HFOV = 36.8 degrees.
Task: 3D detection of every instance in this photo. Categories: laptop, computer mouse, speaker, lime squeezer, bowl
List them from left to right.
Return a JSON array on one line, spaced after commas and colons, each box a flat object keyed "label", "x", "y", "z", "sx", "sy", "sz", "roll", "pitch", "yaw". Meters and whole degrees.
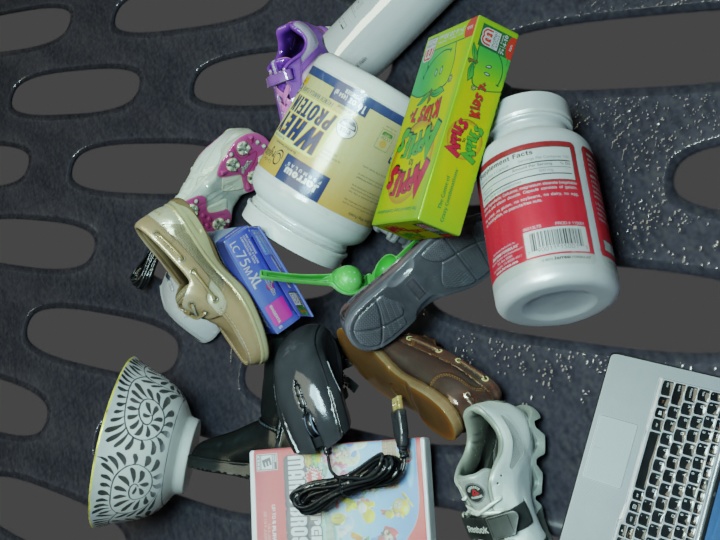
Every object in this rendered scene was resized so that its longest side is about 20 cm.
[{"label": "bowl", "x": -0.241, "y": 0.208, "z": 1.255, "sx": 0.094, "sy": 0.201, "sz": 0.201, "roll": 12, "pitch": 80, "yaw": 0}, {"label": "computer mouse", "x": -0.231, "y": 0.014, "z": 1.375, "sx": 0.110, "sy": 0.044, "sz": 0.200, "roll": -55, "pitch": 47, "yaw": 10}, {"label": "computer mouse", "x": -0.025, "y": 0.131, "z": 1.072, "sx": 0.140, "sy": 0.046, "sz": 0.200, "roll": -20, "pitch": 61, "yaw": 23}, {"label": "lime squeezer", "x": 0.000, "y": 0.000, "z": 1.116, "sx": 0.200, "sy": 0.071, "sz": 0.038, "roll": -15, "pitch": 67, "yaw": 11}, {"label": "speaker", "x": 0.051, "y": -0.305, "z": 1.213, "sx": 0.200, "sy": 0.081, "sz": 0.081, "roll": -43, "pitch": 51, "yaw": 22}, {"label": "laptop", "x": 0.235, "y": 0.163, "z": 0.852, "sx": 0.200, "sy": 0.116, "sz": 0.188, "roll": 12, "pitch": 82, "yaw": 44}]

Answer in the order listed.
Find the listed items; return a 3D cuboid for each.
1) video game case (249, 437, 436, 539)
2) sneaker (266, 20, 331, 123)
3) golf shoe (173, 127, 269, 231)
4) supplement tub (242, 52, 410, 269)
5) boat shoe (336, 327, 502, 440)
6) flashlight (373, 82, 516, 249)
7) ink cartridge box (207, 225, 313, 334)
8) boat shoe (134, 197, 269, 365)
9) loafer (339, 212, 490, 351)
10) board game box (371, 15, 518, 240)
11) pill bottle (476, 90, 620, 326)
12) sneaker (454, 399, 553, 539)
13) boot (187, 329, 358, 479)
[{"label": "video game case", "x": -0.021, "y": 0.245, "z": 1.076, "sx": 0.200, "sy": 0.017, "sz": 0.143, "roll": -9, "pitch": 77, "yaw": 25}, {"label": "sneaker", "x": -0.076, "y": -0.211, "z": 1.288, "sx": 0.080, "sy": 0.088, "sz": 0.201, "roll": -6, "pitch": 72, "yaw": 39}, {"label": "golf shoe", "x": -0.193, "y": -0.099, "z": 1.364, "sx": 0.200, "sy": 0.075, "sz": 0.092, "roll": -47, "pitch": 36, "yaw": 1}, {"label": "supplement tub", "x": -0.028, "y": -0.117, "z": 1.171, "sx": 0.144, "sy": 0.144, "sz": 0.200, "roll": 37, "pitch": 100, "yaw": 43}, {"label": "boat shoe", "x": 0.057, "y": 0.098, "z": 1.077, "sx": 0.070, "sy": 0.070, "sz": 0.200, "roll": -35, "pitch": 43, "yaw": -21}, {"label": "flashlight", "x": 0.083, "y": -0.117, "z": 1.125, "sx": 0.068, "sy": 0.068, "sz": 0.200, "roll": 40, "pitch": 101, "yaw": 47}, {"label": "ink cartridge box", "x": -0.136, "y": 0.012, "z": 1.206, "sx": 0.042, "sy": 0.120, "sz": 0.200, "roll": -36, "pitch": 16, "yaw": -28}, {"label": "boat shoe", "x": -0.169, "y": 0.023, "z": 1.153, "sx": 0.200, "sy": 0.064, "sz": 0.071, "roll": 58, "pitch": 155, "yaw": -2}, {"label": "loafer", "x": 0.061, "y": 0.000, "z": 1.073, "sx": 0.200, "sy": 0.072, "sz": 0.063, "roll": -36, "pitch": 26, "yaw": -5}, {"label": "board game box", "x": 0.079, "y": -0.132, "z": 1.029, "sx": 0.102, "sy": 0.048, "sz": 0.200, "roll": -1, "pitch": 70, "yaw": 66}, {"label": "pill bottle", "x": 0.167, "y": -0.059, "z": 0.997, "sx": 0.112, "sy": 0.112, "sz": 0.200, "roll": -23, "pitch": 60, "yaw": 34}, {"label": "sneaker", "x": 0.118, "y": 0.213, "z": 0.955, "sx": 0.074, "sy": 0.088, "sz": 0.200, "roll": -25, "pitch": 59, "yaw": 41}, {"label": "boot", "x": -0.097, "y": 0.148, "z": 1.186, "sx": 0.198, "sy": 0.073, "sz": 0.163, "roll": -3, "pitch": 75, "yaw": 34}]
